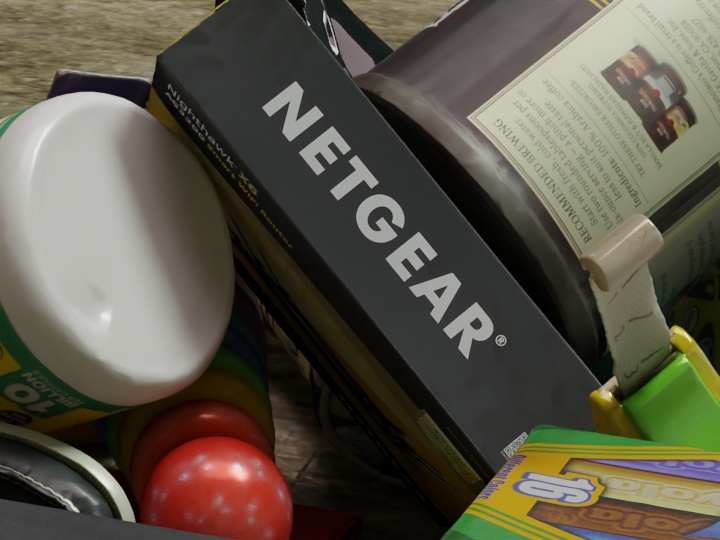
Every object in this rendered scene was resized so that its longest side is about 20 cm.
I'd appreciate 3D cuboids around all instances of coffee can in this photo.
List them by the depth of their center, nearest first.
[{"bbox_3d":[0.110,-0.071,0.928,0.200,0.147,0.146,-38,29,-14],"label":"coffee can"}]

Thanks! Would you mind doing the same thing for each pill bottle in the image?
[{"bbox_3d":[-0.153,0.014,0.873,0.200,0.113,0.113,-18,0,37],"label":"pill bottle"}]

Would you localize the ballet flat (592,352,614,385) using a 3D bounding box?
[{"bbox_3d":[0.100,0.073,0.961,0.070,0.065,0.200,21,11,-13],"label":"ballet flat"}]

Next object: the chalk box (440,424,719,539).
[{"bbox_3d":[0.125,0.129,0.643,0.199,0.125,0.124,7,15,18],"label":"chalk box"}]

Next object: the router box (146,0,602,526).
[{"bbox_3d":[0.000,0.000,0.883,0.052,0.200,0.157,-38,-3,-12],"label":"router box"}]

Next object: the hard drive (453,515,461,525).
[{"bbox_3d":[0.131,0.127,0.808,0.199,0.042,0.135,3,15,1],"label":"hard drive"}]

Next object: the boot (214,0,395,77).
[{"bbox_3d":[0.035,-0.072,1.079,0.162,0.073,0.198,3,42,-35],"label":"boot"}]

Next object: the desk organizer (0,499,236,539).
[{"bbox_3d":[-0.135,0.115,0.719,0.199,0.077,0.072,8,16,16],"label":"desk organizer"}]

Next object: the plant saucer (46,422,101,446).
[{"bbox_3d":[-0.150,0.038,1.079,0.199,0.038,0.200,3,16,-1],"label":"plant saucer"}]

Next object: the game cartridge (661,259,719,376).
[{"bbox_3d":[0.161,0.033,0.976,0.041,0.133,0.200,20,5,-23],"label":"game cartridge"}]

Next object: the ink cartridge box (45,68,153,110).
[{"bbox_3d":[-0.070,-0.041,1.188,0.199,0.041,0.200,-1,-21,-17],"label":"ink cartridge box"}]

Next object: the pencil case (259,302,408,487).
[{"bbox_3d":[-0.005,0.021,1.063,0.078,0.089,0.200,-39,25,0],"label":"pencil case"}]

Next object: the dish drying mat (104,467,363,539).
[{"bbox_3d":[-0.104,0.096,0.913,0.199,0.018,0.077,9,15,15],"label":"dish drying mat"}]

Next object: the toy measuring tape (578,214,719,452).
[{"bbox_3d":[0.107,0.053,0.734,0.073,0.074,0.200,8,-25,15],"label":"toy measuring tape"}]

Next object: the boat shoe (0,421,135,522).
[{"bbox_3d":[-0.176,0.089,0.815,0.199,0.075,0.066,9,18,22],"label":"boat shoe"}]

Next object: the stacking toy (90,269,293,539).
[{"bbox_3d":[-0.066,0.057,0.891,0.085,0.086,0.200,1,19,-11],"label":"stacking toy"}]
